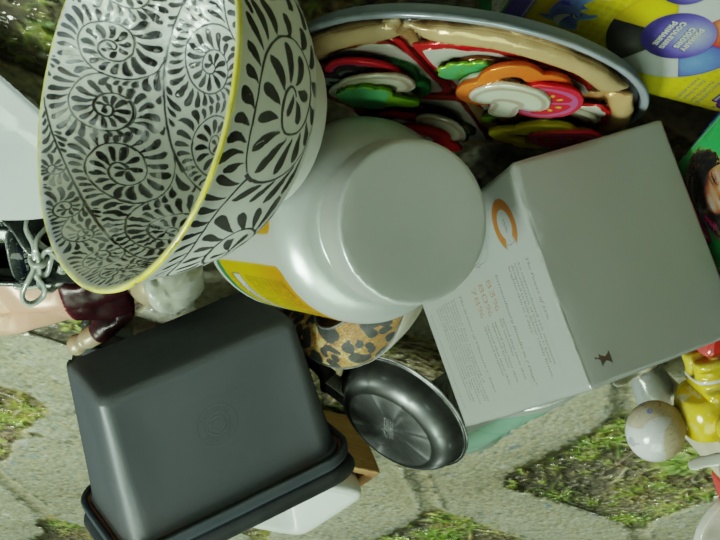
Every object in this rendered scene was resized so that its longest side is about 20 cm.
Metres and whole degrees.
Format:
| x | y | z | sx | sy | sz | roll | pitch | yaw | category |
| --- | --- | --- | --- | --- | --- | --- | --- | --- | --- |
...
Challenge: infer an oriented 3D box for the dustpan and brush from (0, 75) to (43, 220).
| x | y | z | sx | sy | sz | roll | pitch | yaw | category |
| --- | --- | --- | --- | --- | --- | --- | --- | --- | --- |
| -0.257 | -0.073 | 0.874 | 0.199 | 0.058 | 0.140 | -24 | 131 | 29 | dustpan and brush |

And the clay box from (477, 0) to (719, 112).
| x | y | z | sx | sy | sz | roll | pitch | yaw | category |
| --- | --- | --- | --- | --- | --- | --- | --- | --- | --- |
| 0.172 | -0.138 | 0.708 | 0.198 | 0.048 | 0.115 | 12 | 152 | -14 | clay box |

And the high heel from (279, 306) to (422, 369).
| x | y | z | sx | sy | sz | roll | pitch | yaw | category |
| --- | --- | --- | --- | --- | --- | --- | --- | --- | --- |
| 0.000 | 0.000 | 0.994 | 0.198 | 0.071 | 0.144 | 4 | 127 | 36 | high heel |

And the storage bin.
| x | y | z | sx | sy | sz | roll | pitch | yaw | category |
| --- | --- | --- | --- | --- | --- | --- | --- | --- | --- |
| -0.122 | 0.106 | 1.029 | 0.198 | 0.145 | 0.136 | -22 | 117 | -22 | storage bin |

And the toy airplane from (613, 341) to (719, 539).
| x | y | z | sx | sy | sz | roll | pitch | yaw | category |
| --- | --- | --- | --- | --- | --- | --- | --- | --- | --- |
| 0.262 | 0.127 | 1.025 | 0.140 | 0.201 | 0.200 | -3 | 154 | -11 | toy airplane |

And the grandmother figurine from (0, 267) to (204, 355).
| x | y | z | sx | sy | sz | roll | pitch | yaw | category |
| --- | --- | --- | --- | --- | --- | --- | --- | --- | --- |
| -0.211 | 0.011 | 1.008 | 0.198 | 0.061 | 0.122 | -5 | 144 | 9 | grandmother figurine |

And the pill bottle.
| x | y | z | sx | sy | sz | roll | pitch | yaw | category |
| --- | --- | --- | --- | --- | --- | --- | --- | --- | --- |
| -0.011 | -0.029 | 0.781 | 0.112 | 0.114 | 0.200 | 16 | 176 | -22 | pill bottle |

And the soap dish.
| x | y | z | sx | sy | sz | roll | pitch | yaw | category |
| --- | --- | --- | --- | --- | --- | --- | --- | --- | --- |
| -0.104 | 0.172 | 1.260 | 0.198 | 0.082 | 0.157 | 15 | 149 | -22 | soap dish |

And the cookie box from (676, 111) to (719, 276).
| x | y | z | sx | sy | sz | roll | pitch | yaw | category |
| --- | --- | --- | --- | --- | --- | --- | --- | --- | --- |
| 0.253 | -0.033 | 0.807 | 0.170 | 0.076 | 0.200 | -12 | 157 | -20 | cookie box |

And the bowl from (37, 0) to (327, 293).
| x | y | z | sx | sy | sz | roll | pitch | yaw | category |
| --- | --- | --- | --- | --- | --- | --- | --- | --- | --- |
| -0.079 | -0.083 | 0.697 | 0.094 | 0.203 | 0.200 | 9 | 153 | -38 | bowl |

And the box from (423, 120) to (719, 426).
| x | y | z | sx | sy | sz | roll | pitch | yaw | category |
| --- | --- | --- | --- | --- | --- | --- | --- | --- | --- |
| 0.114 | 0.009 | 0.813 | 0.097 | 0.126 | 0.200 | -18 | 174 | -17 | box |

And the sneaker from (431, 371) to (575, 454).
| x | y | z | sx | sy | sz | roll | pitch | yaw | category |
| --- | --- | --- | --- | --- | --- | --- | --- | --- | --- |
| 0.124 | 0.094 | 1.128 | 0.199 | 0.074 | 0.118 | -28 | 164 | 22 | sneaker |

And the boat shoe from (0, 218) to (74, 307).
| x | y | z | sx | sy | sz | roll | pitch | yaw | category |
| --- | --- | --- | --- | --- | --- | --- | --- | --- | --- |
| -0.215 | -0.018 | 0.922 | 0.197 | 0.068 | 0.074 | 5 | 118 | 6 | boat shoe |

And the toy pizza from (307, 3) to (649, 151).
| x | y | z | sx | sy | sz | roll | pitch | yaw | category |
| --- | --- | --- | --- | --- | --- | --- | --- | --- | --- |
| 0.056 | -0.094 | 0.751 | 0.198 | 0.032 | 0.200 | 9 | 170 | 2 | toy pizza |

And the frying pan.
| x | y | z | sx | sy | sz | roll | pitch | yaw | category |
| --- | --- | --- | --- | --- | --- | --- | --- | --- | --- |
| 0.001 | 0.089 | 1.058 | 0.190 | 0.031 | 0.115 | 39 | 146 | 2 | frying pan |

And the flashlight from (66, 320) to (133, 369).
| x | y | z | sx | sy | sz | roll | pitch | yaw | category |
| --- | --- | --- | --- | --- | --- | --- | --- | --- | --- |
| -0.142 | 0.091 | 1.143 | 0.198 | 0.068 | 0.068 | 20 | 132 | -21 | flashlight |
